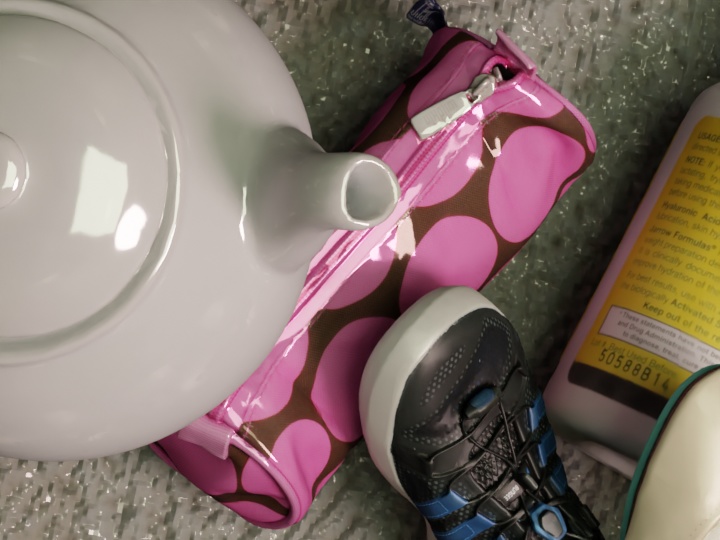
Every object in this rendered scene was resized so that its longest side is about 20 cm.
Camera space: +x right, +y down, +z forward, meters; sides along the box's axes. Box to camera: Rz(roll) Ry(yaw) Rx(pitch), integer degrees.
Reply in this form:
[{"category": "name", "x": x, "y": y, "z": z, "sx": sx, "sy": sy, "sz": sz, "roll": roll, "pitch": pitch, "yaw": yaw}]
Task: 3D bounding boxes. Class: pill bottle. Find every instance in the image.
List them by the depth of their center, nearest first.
[{"category": "pill bottle", "x": 0.161, "y": -0.006, "z": 1.157, "sx": 0.111, "sy": 0.111, "sz": 0.201, "roll": 30, "pitch": 83, "yaw": -23}]

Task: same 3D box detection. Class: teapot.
[{"category": "teapot", "x": -0.114, "y": -0.028, "z": 0.984, "sx": 0.200, "sy": 0.146, "sz": 0.198, "roll": -42, "pitch": 82, "yaw": 5}]

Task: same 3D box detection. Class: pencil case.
[{"category": "pencil case", "x": 0.000, "y": 0.000, "z": 1.097, "sx": 0.091, "sy": 0.094, "sz": 0.200, "roll": 37, "pitch": 78, "yaw": 2}]

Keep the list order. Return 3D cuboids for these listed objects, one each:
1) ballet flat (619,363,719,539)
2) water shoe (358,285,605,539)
[{"category": "ballet flat", "x": 0.123, "y": 0.128, "z": 1.080, "sx": 0.069, "sy": 0.070, "sz": 0.201, "roll": 1, "pitch": 124, "yaw": -24}, {"category": "water shoe", "x": 0.060, "y": 0.083, "z": 1.097, "sx": 0.072, "sy": 0.079, "sz": 0.200, "roll": -45, "pitch": 143, "yaw": -20}]
